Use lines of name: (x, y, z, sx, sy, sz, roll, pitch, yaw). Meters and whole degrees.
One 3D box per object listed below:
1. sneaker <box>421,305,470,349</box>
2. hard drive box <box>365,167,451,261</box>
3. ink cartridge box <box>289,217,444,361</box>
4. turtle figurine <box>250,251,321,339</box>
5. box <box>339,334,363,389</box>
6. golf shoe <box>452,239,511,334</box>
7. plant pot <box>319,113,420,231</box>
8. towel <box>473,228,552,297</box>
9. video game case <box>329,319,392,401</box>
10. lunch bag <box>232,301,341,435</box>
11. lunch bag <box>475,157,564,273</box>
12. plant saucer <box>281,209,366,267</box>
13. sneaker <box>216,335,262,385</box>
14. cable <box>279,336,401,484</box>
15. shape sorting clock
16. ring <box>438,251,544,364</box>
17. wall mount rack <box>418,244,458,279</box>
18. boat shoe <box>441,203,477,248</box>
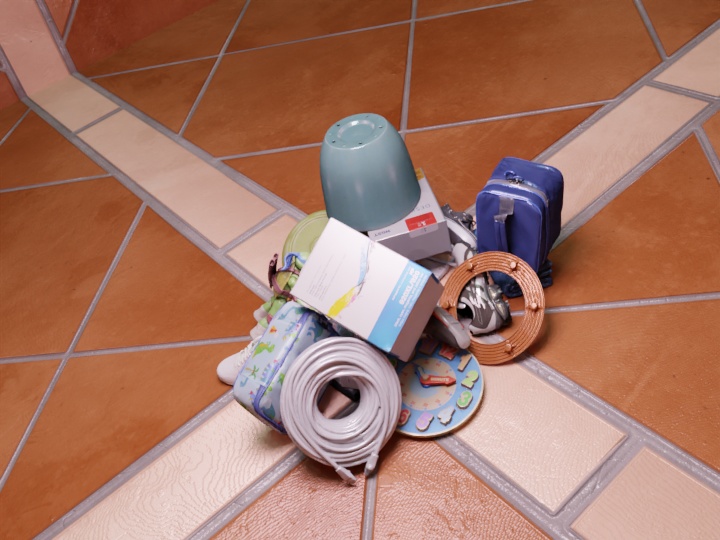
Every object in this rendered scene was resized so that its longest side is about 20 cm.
sneaker: (0.108, 0.093, 1.323, 0.199, 0.077, 0.083, 37, 99, 33)
hard drive box: (0.081, -0.105, 1.497, 0.153, 0.078, 0.202, -17, 40, -1)
ink cartridge box: (0.014, 0.033, 1.235, 0.198, 0.147, 0.147, 29, 88, 19)
turtle figurine: (-0.114, 0.065, 1.436, 0.194, 0.198, 0.145, -46, 55, 22)
box: (0.012, 0.124, 1.352, 0.038, 0.042, 0.202, 5, 43, 22)
golf shoe: (0.202, 0.029, 1.392, 0.093, 0.078, 0.202, -27, 51, 3)
plant pot: (0.009, -0.204, 1.448, 0.196, 0.163, 0.203, -10, 39, 8)
towel: (0.293, -0.033, 1.472, 0.109, 0.049, 0.201, -20, 40, -3)
video game case: (-0.018, 0.136, 1.398, 0.198, 0.026, 0.180, 26, 55, 39)
lunch bag: (-0.113, 0.169, 1.268, 0.081, 0.161, 0.202, 17, 67, 37)
lunch bag: (0.286, -0.098, 1.353, 0.134, 0.202, 0.133, 16, 51, 27)
plant saucer: (-0.074, -0.041, 1.553, 0.195, 0.031, 0.205, -4, 68, 10)
sneaker: (-0.188, 0.156, 1.375, 0.196, 0.081, 0.072, -16, 47, 21)
cable: (-0.030, 0.207, 1.186, 0.202, 0.198, 0.069, -57, 9, -3)
shape sorting clock: (0.112, 0.193, 1.269, 0.195, 0.040, 0.202, -7, 42, 6)
ring: (0.227, 0.063, 1.318, 0.196, 0.019, 0.205, -8, 72, 26)
wall mount rack: (0.097, -0.015, 1.498, 0.172, 0.076, 0.200, 18, 49, 38)
boat shoe: (0.203, -0.093, 1.534, 0.066, 0.070, 0.200, -37, 22, -2)
